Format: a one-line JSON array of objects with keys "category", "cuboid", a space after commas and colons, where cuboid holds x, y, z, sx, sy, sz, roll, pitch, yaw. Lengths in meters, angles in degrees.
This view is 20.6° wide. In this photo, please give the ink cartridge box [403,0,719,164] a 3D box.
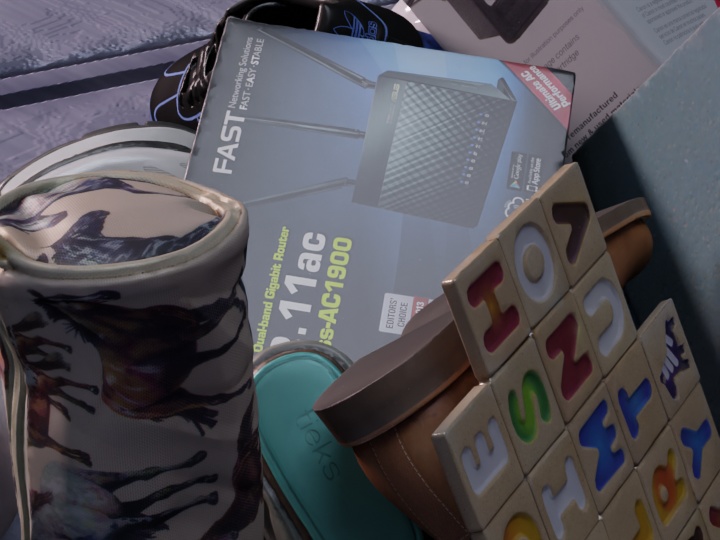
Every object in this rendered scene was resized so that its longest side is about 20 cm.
[{"category": "ink cartridge box", "cuboid": [0.084, -0.154, 0.919, 0.200, 0.083, 0.145, 51, 36, 7]}]

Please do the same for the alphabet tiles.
[{"category": "alphabet tiles", "cuboid": [0.083, 0.073, 0.651, 0.008, 0.200, 0.167, -11, 18, 34]}]

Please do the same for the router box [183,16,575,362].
[{"category": "router box", "cuboid": [0.000, 0.000, 0.793, 0.150, 0.062, 0.200, 9, 57, 3]}]

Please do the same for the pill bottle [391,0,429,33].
[{"category": "pill bottle", "cuboid": [0.076, -0.112, 1.033, 0.111, 0.111, 0.200, 21, 32, 22]}]

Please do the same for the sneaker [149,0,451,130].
[{"category": "sneaker", "cuboid": [-0.049, -0.096, 0.938, 0.078, 0.070, 0.200, 22, -18, -39]}]

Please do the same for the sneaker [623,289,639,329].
[{"category": "sneaker", "cuboid": [0.176, -0.029, 0.927, 0.200, 0.096, 0.079, -18, 39, -37]}]

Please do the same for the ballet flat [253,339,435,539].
[{"category": "ballet flat", "cuboid": [0.014, 0.115, 0.662, 0.067, 0.064, 0.200, -24, 67, -10]}]

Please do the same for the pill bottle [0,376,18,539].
[{"category": "pill bottle", "cuboid": [-0.181, 0.020, 0.746, 0.111, 0.112, 0.200, 1, 31, -11]}]

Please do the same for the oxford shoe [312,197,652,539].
[{"category": "oxford shoe", "cuboid": [0.057, 0.032, 0.688, 0.071, 0.071, 0.200, 56, 39, -4]}]

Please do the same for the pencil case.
[{"category": "pencil case", "cuboid": [-0.074, 0.062, 0.610, 0.089, 0.200, 0.078, -21, 37, -31]}]

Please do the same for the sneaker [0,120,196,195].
[{"category": "sneaker", "cuboid": [-0.057, -0.008, 0.859, 0.200, 0.076, 0.115, -5, 30, -25]}]

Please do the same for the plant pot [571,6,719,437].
[{"category": "plant pot", "cuboid": [0.227, 0.003, 0.774, 0.196, 0.196, 0.200, -5, 72, -21]}]
